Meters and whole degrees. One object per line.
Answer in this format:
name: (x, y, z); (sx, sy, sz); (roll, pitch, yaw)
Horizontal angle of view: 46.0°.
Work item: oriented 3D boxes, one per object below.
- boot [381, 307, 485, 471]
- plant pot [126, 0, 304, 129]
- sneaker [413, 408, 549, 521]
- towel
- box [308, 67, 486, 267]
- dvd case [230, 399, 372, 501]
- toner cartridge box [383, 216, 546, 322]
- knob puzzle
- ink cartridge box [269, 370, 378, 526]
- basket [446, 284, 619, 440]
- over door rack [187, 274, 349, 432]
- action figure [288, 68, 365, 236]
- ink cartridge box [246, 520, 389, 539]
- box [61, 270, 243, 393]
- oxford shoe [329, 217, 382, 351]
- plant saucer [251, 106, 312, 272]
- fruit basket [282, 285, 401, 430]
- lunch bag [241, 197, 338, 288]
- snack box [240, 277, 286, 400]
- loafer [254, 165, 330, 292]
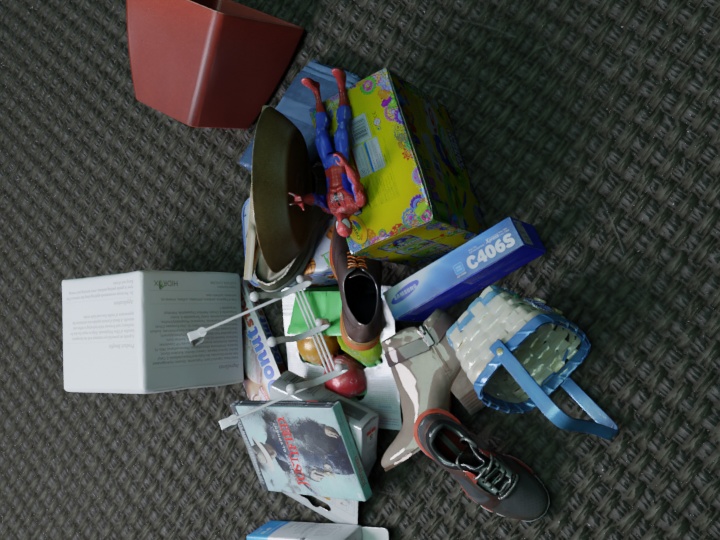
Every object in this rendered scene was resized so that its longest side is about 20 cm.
boot: (0.075, 0.152, 1.126); (0.200, 0.070, 0.147); (-36, 86, 2)
plant pot: (-0.238, -0.323, 1.298); (0.199, 0.199, 0.177); (29, 111, 28)
sneaker: (0.151, 0.250, 1.048); (0.199, 0.082, 0.077); (34, 86, -1)
towel: (-0.082, -0.211, 1.243); (0.111, 0.049, 0.201); (28, 78, 31)
box: (0.054, -0.124, 1.105); (0.121, 0.192, 0.201); (-23, 74, 25)
dvd case: (-0.085, 0.248, 1.178); (0.199, 0.022, 0.147); (-5, 110, 41)
toner cartridge box: (0.135, 0.003, 1.106); (0.199, 0.095, 0.043); (-32, 70, 23)
knob puzzle: (-0.118, -0.106, 1.075); (0.030, 0.220, 0.221); (6, 89, -3)
ink cartridge box: (-0.052, 0.259, 1.206); (0.162, 0.050, 0.201); (21, 128, 29)
basket: (0.209, 0.117, 1.008); (0.139, 0.176, 0.200); (-46, 55, 15)
over door rack: (-0.132, 0.111, 1.141); (0.199, 0.067, 0.148); (-27, 72, 9)
action figure: (-0.041, -0.140, 0.996); (0.065, 0.099, 0.201); (-13, 82, 23)
ink cartridge box: (-0.056, 0.421, 1.188); (0.199, 0.068, 0.117); (-7, 92, 29)
box: (-0.311, 0.092, 1.276); (0.198, 0.199, 0.173); (-6, 84, 38)
oxford shoe: (0.000, 0.000, 1.116); (0.071, 0.073, 0.201); (-6, 63, -8)
plant saucer: (-0.089, -0.098, 1.032); (0.035, 0.200, 0.202); (-1, 85, 8)
fruit basket: (-0.025, 0.121, 1.206); (0.184, 0.094, 0.201); (-2, 100, 30)
lunch bag: (-0.080, -0.057, 1.246); (0.199, 0.075, 0.161); (-9, 79, 29)
snack box: (-0.166, 0.115, 1.307); (0.072, 0.024, 0.201); (-32, 71, 25)
loafer: (-0.097, -0.062, 1.173); (0.075, 0.070, 0.201); (34, 100, 31)
